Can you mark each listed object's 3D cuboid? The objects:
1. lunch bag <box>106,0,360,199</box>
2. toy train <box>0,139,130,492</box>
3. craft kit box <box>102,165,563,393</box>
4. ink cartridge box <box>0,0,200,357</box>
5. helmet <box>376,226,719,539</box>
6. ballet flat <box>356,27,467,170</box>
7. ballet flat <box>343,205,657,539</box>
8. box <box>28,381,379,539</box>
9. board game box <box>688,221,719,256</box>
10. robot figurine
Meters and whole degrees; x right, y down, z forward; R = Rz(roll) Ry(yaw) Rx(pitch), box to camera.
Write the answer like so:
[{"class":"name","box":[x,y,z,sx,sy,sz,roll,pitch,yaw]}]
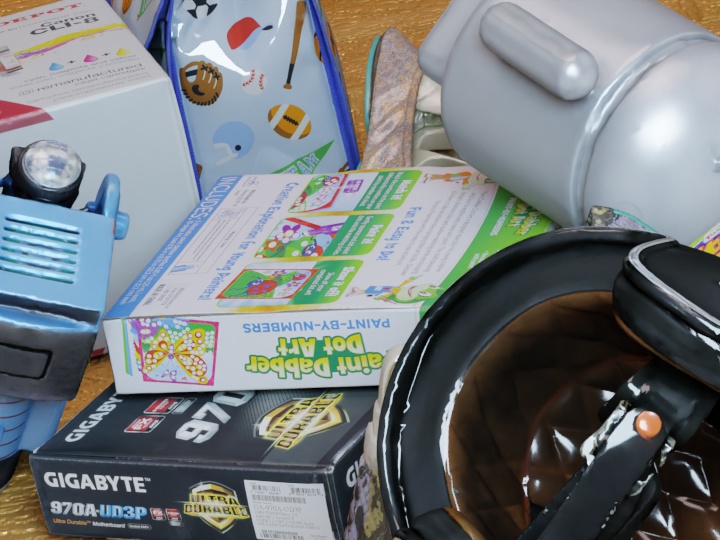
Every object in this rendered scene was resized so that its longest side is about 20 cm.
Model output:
[{"class":"lunch bag","box":[-0.079,-0.139,1.739,0.124,0.200,0.170,-14,23,-7]},{"class":"toy train","box":[-0.167,0.027,1.407,0.087,0.200,0.114,14,49,-11]},{"class":"craft kit box","box":[0.000,0.000,1.445,0.197,0.049,0.200,-5,20,17]},{"class":"ink cartridge box","box":[-0.177,-0.049,1.639,0.145,0.145,0.200,-16,21,-11]},{"class":"helmet","box":[0.105,0.081,1.111,0.200,0.200,0.191,-12,7,-1]},{"class":"ballet flat","box":[0.032,-0.060,1.637,0.067,0.068,0.200,-4,45,14]},{"class":"ballet flat","box":[0.050,0.044,1.281,0.200,0.072,0.072,-43,20,10]},{"class":"box","box":[-0.037,0.066,1.418,0.159,0.046,0.200,1,25,28]},{"class":"board game box","box":[0.143,0.039,1.265,0.200,0.045,0.134,-40,14,19]},{"class":"robot figurine","box":[0.117,-0.073,1.397,0.200,0.113,0.170,36,5,38]}]
